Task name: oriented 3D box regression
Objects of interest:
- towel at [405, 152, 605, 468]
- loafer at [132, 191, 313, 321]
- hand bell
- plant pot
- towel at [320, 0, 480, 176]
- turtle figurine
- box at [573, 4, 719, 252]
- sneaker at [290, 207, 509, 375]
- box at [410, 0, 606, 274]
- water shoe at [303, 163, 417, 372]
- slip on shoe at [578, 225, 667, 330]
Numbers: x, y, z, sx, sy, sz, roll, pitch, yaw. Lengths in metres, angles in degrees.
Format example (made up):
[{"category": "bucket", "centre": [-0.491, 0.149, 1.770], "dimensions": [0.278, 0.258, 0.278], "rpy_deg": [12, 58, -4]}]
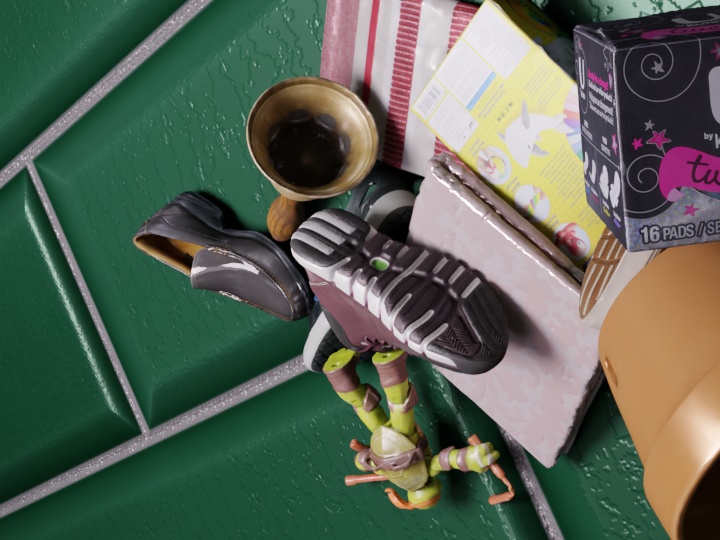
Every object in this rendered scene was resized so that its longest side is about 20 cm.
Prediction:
[{"category": "towel", "centre": [0.105, 0.032, 1.097], "dimensions": [0.191, 0.032, 0.200], "rpy_deg": [42, 146, 21]}, {"category": "loafer", "centre": [-0.125, -0.001, 1.322], "dimensions": [0.200, 0.072, 0.073], "rpy_deg": [29, 138, 38]}, {"category": "hand bell", "centre": [-0.054, -0.070, 1.216], "dimensions": [0.104, 0.104, 0.200], "rpy_deg": [58, 160, 12]}, {"category": "plant pot", "centre": [0.241, 0.064, 0.906], "dimensions": [0.140, 0.200, 0.200], "rpy_deg": [57, 139, 37]}, {"category": "towel", "centre": [0.047, -0.146, 1.136], "dimensions": [0.200, 0.023, 0.144], "rpy_deg": [25, 120, 36]}, {"category": "turtle figurine", "centre": [0.025, 0.140, 1.213], "dimensions": [0.200, 0.064, 0.162], "rpy_deg": [-4, 117, 49]}, {"category": "box", "centre": [0.230, -0.090, 0.813], "dimensions": [0.132, 0.200, 0.115], "rpy_deg": [-96, -2, -76]}, {"category": "sneaker", "centre": [0.036, 0.037, 1.109], "dimensions": [0.200, 0.076, 0.116], "rpy_deg": [36, 154, 32]}, {"category": "box", "centre": [0.140, -0.090, 1.026], "dimensions": [0.200, 0.048, 0.117], "rpy_deg": [48, 132, 12]}, {"category": "water shoe", "centre": [0.000, 0.000, 1.220], "dimensions": [0.200, 0.071, 0.079], "rpy_deg": [-62, 39, 35]}, {"category": "slip on shoe", "centre": [0.208, -0.041, 0.933], "dimensions": [0.060, 0.076, 0.200], "rpy_deg": [25, 106, -8]}]
